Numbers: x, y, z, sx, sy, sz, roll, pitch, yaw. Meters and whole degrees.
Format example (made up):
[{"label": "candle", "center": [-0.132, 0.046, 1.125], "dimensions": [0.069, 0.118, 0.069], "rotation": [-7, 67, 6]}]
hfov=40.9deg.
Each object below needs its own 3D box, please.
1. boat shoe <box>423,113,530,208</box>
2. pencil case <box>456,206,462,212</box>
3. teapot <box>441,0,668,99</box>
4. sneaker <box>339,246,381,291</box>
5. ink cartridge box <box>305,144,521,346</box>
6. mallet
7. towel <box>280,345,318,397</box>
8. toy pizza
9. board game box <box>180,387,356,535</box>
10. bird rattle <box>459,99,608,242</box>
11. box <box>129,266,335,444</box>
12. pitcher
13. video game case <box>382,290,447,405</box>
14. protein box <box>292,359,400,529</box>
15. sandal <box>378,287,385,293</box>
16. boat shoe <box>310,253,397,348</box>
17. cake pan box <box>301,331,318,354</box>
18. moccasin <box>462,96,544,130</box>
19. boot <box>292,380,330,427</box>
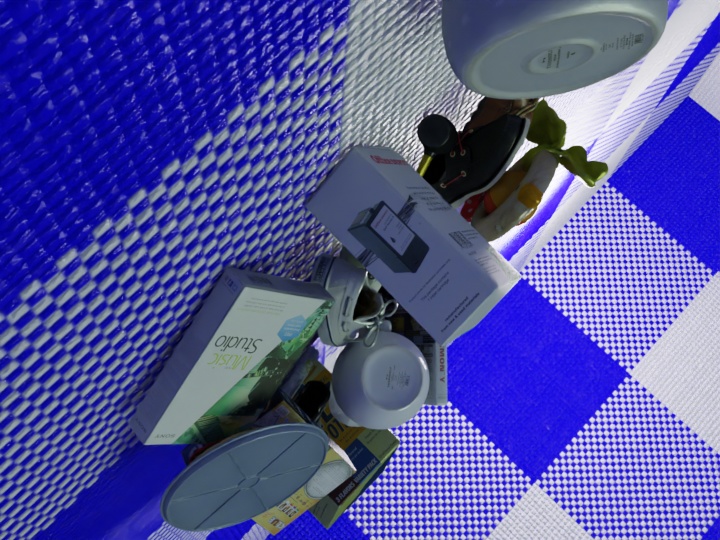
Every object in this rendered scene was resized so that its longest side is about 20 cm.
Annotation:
[{"label": "boat shoe", "center": [0.126, -0.129, 1.129], "dimensions": [0.201, 0.063, 0.074], "rotation": [-35, -152, 60]}, {"label": "pencil case", "center": [0.104, -0.068, 1.315], "dimensions": [0.200, 0.083, 0.091], "rotation": [-31, 141, -56]}, {"label": "teapot", "center": [0.151, -0.242, 0.795], "dimensions": [0.196, 0.147, 0.200], "rotation": [-1, 166, -34]}, {"label": "sneaker", "center": [0.000, 0.000, 1.203], "dimensions": [0.073, 0.072, 0.200], "rotation": [-50, 175, -37]}, {"label": "ink cartridge box", "center": [0.058, -0.030, 0.991], "dimensions": [0.084, 0.200, 0.146], "rotation": [-48, 168, 17]}, {"label": "mallet", "center": [0.051, -0.083, 1.080], "dimensions": [0.201, 0.041, 0.066], "rotation": [-62, 167, -2]}, {"label": "towel", "center": [-0.128, 0.185, 1.298], "dimensions": [0.201, 0.048, 0.171], "rotation": [-57, 178, -16]}, {"label": "toy pizza", "center": [-0.129, 0.223, 1.069], "dimensions": [0.199, 0.032, 0.201], "rotation": [-22, 147, -15]}, {"label": "board game box", "center": [-0.104, 0.229, 1.152], "dimensions": [0.135, 0.035, 0.200], "rotation": [-37, 136, -1]}, {"label": "bird rattle", "center": [0.176, -0.099, 1.134], "dimensions": [0.199, 0.113, 0.163], "rotation": [-30, -162, 42]}, {"label": "box", "center": [-0.128, 0.093, 0.981], "dimensions": [0.144, 0.036, 0.201], "rotation": [11, 119, -53]}, {"label": "pitcher", "center": [0.020, 0.118, 1.251], "dimensions": [0.200, 0.120, 0.173], "rotation": [144, -48, -76]}, {"label": "video game case", "center": [0.060, 0.089, 1.324], "dimensions": [0.023, 0.184, 0.200], "rotation": [2, 175, -26]}, {"label": "protein box", "center": [-0.067, 0.261, 1.475], "dimensions": [0.135, 0.200, 0.199], "rotation": [-42, 167, -22]}, {"label": "sandal", "center": [-0.004, 0.033, 1.336], "dimensions": [0.201, 0.048, 0.075], "rotation": [-49, 168, 6]}, {"label": "boat shoe", "center": [-0.001, 0.043, 1.111], "dimensions": [0.202, 0.085, 0.075], "rotation": [81, 26, -64]}, {"label": "cake pan box", "center": [-0.128, 0.106, 1.128], "dimensions": [0.200, 0.052, 0.184], "rotation": [-47, 170, -2]}, {"label": "moccasin", "center": [0.188, -0.203, 1.185], "dimensions": [0.074, 0.078, 0.202], "rotation": [-38, 165, -47]}, {"label": "boot", "center": [-0.073, 0.197, 1.276], "dimensions": [0.132, 0.069, 0.200], "rotation": [-63, -179, 23]}]
